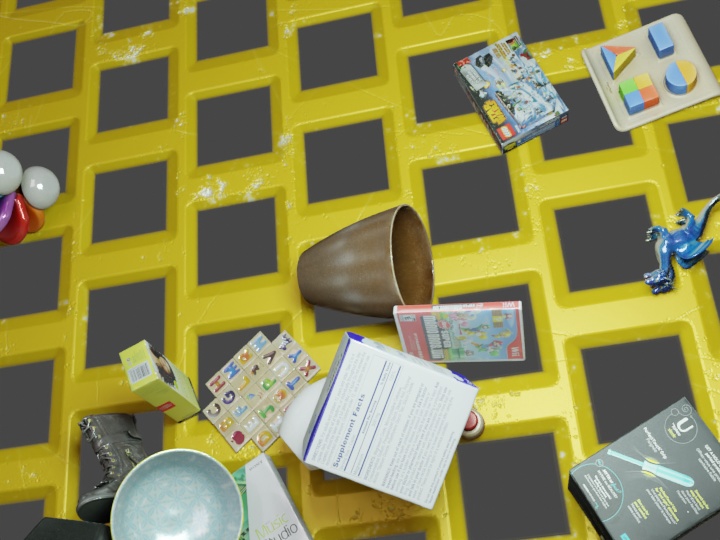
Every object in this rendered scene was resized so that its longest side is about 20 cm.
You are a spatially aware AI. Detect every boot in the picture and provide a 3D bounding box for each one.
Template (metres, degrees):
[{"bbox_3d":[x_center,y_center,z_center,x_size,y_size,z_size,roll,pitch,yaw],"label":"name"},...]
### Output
[{"bbox_3d":[-0.412,0.311,1.397,0.069,0.199,0.175,-49,66,20],"label":"boot"}]

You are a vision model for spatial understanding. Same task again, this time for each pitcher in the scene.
[{"bbox_3d":[-0.032,0.215,1.349,0.200,0.172,0.121,-43,86,-8],"label":"pitcher"}]

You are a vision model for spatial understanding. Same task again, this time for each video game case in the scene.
[{"bbox_3d":[0.159,0.100,1.366,0.196,0.144,0.018,-3,50,12],"label":"video game case"}]

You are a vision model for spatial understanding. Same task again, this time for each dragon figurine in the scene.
[{"bbox_3d":[0.528,-0.042,1.384,0.198,0.059,0.100,-31,64,0],"label":"dragon figurine"}]

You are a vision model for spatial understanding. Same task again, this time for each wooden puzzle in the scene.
[{"bbox_3d":[0.515,-0.360,1.527,0.197,0.046,0.188,-18,65,5],"label":"wooden puzzle"}]

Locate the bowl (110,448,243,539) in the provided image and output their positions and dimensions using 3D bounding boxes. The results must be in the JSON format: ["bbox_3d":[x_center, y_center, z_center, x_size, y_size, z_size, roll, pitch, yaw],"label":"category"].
[{"bbox_3d":[-0.287,0.381,1.329,0.197,0.108,0.204,6,73,-19],"label":"bowl"}]

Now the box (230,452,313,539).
[{"bbox_3d":[-0.164,0.415,1.369,0.143,0.036,0.201,-34,63,-2],"label":"box"}]

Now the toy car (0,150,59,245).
[{"bbox_3d":[-0.686,-0.128,1.636,0.173,0.199,0.153,-12,70,28],"label":"toy car"}]

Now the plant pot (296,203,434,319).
[{"bbox_3d":[0.000,0.000,1.441,0.197,0.187,0.190,-9,65,25],"label":"plant pot"}]

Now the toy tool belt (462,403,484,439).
[{"bbox_3d":[0.095,0.253,1.328,0.197,0.123,0.126,-20,65,4],"label":"toy tool belt"}]

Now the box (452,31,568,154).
[{"bbox_3d":[0.273,-0.326,1.574,0.135,0.040,0.202,-26,64,1],"label":"box"}]

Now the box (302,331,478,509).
[{"bbox_3d":[0.039,0.209,1.224,0.197,0.105,0.186,22,92,-7],"label":"box"}]

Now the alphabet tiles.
[{"bbox_3d":[-0.170,0.205,1.475,0.200,0.006,0.166,-44,66,-7],"label":"alphabet tiles"}]

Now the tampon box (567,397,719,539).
[{"bbox_3d":[0.418,0.308,1.226,0.198,0.127,0.151,-31,65,-2],"label":"tampon box"}]

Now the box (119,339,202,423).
[{"bbox_3d":[-0.324,0.186,1.412,0.050,0.200,0.076,-26,65,-2],"label":"box"}]

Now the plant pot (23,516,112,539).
[{"bbox_3d":[-0.431,0.488,1.308,0.197,0.201,0.180,-3,55,26],"label":"plant pot"}]
